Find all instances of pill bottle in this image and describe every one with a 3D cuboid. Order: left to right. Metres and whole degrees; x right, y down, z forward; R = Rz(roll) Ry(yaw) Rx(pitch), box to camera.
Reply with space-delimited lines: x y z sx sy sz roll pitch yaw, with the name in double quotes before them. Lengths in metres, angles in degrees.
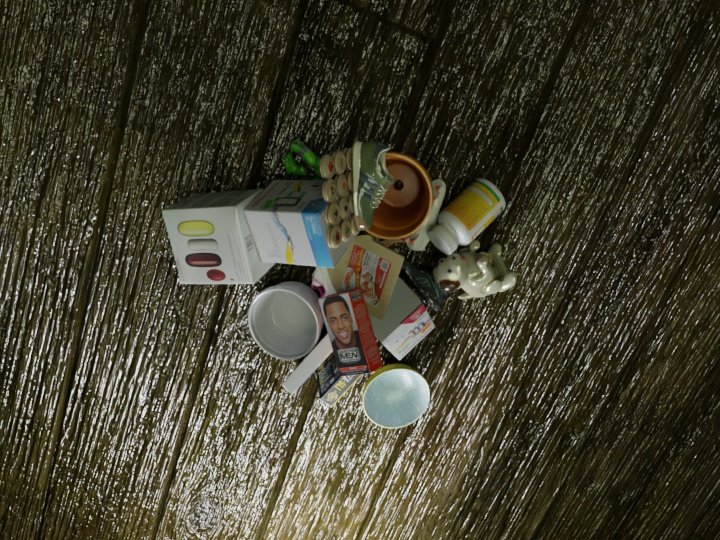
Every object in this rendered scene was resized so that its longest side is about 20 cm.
"pill bottle" 0.276 -0.138 1.379 0.200 0.113 0.113 -44 111 -8

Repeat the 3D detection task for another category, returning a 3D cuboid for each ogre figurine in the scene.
"ogre figurine" -0.138 -0.218 1.318 0.119 0.098 0.202 16 92 4

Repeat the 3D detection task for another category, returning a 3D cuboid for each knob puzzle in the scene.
"knob puzzle" 0.000 0.000 1.291 0.218 0.030 0.222 9 110 27

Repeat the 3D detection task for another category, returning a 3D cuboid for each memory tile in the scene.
"memory tile" -0.039 -0.162 1.153 0.017 0.153 0.202 4 110 25

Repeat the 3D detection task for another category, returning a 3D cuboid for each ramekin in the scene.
"ramekin" -0.188 0.124 1.394 0.198 0.105 0.202 4 109 13

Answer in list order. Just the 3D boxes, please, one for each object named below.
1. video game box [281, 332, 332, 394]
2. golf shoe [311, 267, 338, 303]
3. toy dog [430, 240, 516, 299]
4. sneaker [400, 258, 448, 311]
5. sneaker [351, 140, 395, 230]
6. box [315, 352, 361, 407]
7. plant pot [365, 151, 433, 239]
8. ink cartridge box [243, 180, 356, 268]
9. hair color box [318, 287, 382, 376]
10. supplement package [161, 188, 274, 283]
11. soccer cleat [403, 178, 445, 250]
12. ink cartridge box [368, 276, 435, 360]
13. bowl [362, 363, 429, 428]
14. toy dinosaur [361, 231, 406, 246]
"video game box" -0.115 0.230 1.432 0.047 0.182 0.200 42 99 0
"golf shoe" -0.092 -0.002 1.369 0.091 0.075 0.202 -13 75 -15
"toy dog" 0.288 0.001 1.436 0.198 0.141 0.194 6 147 -32
"sneaker" 0.176 0.025 1.476 0.079 0.075 0.200 -46 117 -6
"sneaker" 0.032 -0.189 1.172 0.089 0.067 0.202 2 105 16
"box" -0.043 0.259 1.466 0.049 0.160 0.200 39 99 -19
"plant pot" 0.084 -0.196 1.295 0.198 0.183 0.202 3 108 10
"ink cartridge box" -0.134 -0.112 1.213 0.198 0.147 0.147 5 129 25
"hair color box" -0.024 0.152 1.285 0.101 0.061 0.202 -15 92 36
"supplement package" -0.333 -0.081 1.264 0.198 0.147 0.193 -1 113 18
"soccer cleat" 0.182 -0.148 1.414 0.077 0.069 0.202 15 102 -45
"ink cartridge box" 0.089 0.120 1.390 0.145 0.145 0.200 -42 153 -2
"bowl" 0.096 0.350 1.549 0.198 0.108 0.202 -3 111 -8
"toy dinosaur" 0.050 -0.064 1.422 0.199 0.060 0.107 -37 110 -23
